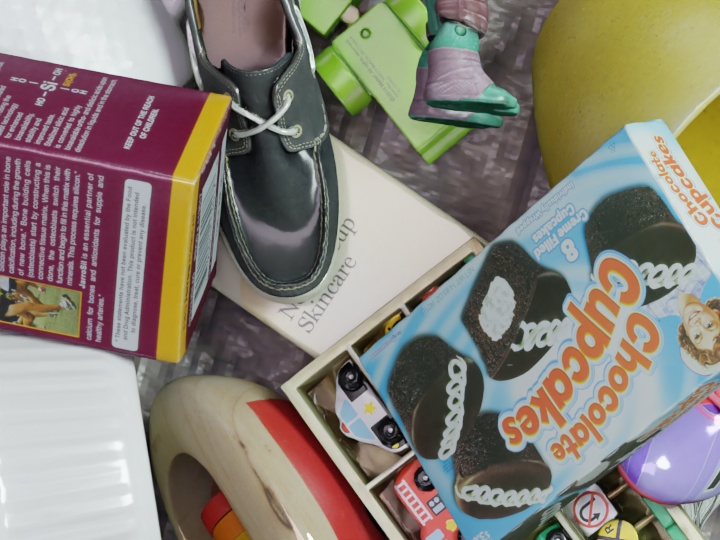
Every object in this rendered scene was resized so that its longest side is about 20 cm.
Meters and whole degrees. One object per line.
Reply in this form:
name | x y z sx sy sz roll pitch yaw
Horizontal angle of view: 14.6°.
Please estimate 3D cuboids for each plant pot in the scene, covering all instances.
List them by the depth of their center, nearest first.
plant pot | 0.165 -0.080 1.400 0.200 0.200 0.142 -43 54 3

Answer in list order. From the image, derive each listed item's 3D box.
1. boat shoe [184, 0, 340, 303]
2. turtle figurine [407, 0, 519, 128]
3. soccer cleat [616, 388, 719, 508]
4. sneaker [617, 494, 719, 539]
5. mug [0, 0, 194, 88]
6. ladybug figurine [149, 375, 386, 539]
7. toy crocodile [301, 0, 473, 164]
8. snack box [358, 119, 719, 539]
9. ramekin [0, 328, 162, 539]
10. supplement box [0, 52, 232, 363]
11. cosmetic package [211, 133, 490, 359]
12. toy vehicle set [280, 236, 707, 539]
boat shoe | -0.054 -0.083 1.408 0.071 0.068 0.201 -9 86 4
turtle figurine | 0.058 -0.176 1.397 0.100 0.150 0.201 5 86 12
soccer cleat | 0.197 0.054 1.373 0.067 0.199 0.077 54 135 15
sneaker | 0.150 0.113 1.423 0.075 0.088 0.201 12 86 11
mug | -0.163 -0.143 1.463 0.175 0.148 0.200 38 91 -1
ladybug figurine | -0.038 0.137 1.436 0.072 0.136 0.201 -22 71 -26
toy crocodile | -0.014 -0.141 1.488 0.067 0.062 0.200 -44 85 3
snack box | 0.096 0.034 1.305 0.200 0.037 0.117 -42 71 36
ramekin | -0.150 0.115 1.420 0.094 0.202 0.204 -9 84 -5
supplement box | -0.171 -0.038 1.375 0.199 0.086 0.111 11 124 5
cosmetic package | 0.000 0.000 1.463 0.199 0.073 0.104 33 91 9
toy vehicle set | 0.068 0.099 1.384 0.124 0.027 0.200 -39 75 6
